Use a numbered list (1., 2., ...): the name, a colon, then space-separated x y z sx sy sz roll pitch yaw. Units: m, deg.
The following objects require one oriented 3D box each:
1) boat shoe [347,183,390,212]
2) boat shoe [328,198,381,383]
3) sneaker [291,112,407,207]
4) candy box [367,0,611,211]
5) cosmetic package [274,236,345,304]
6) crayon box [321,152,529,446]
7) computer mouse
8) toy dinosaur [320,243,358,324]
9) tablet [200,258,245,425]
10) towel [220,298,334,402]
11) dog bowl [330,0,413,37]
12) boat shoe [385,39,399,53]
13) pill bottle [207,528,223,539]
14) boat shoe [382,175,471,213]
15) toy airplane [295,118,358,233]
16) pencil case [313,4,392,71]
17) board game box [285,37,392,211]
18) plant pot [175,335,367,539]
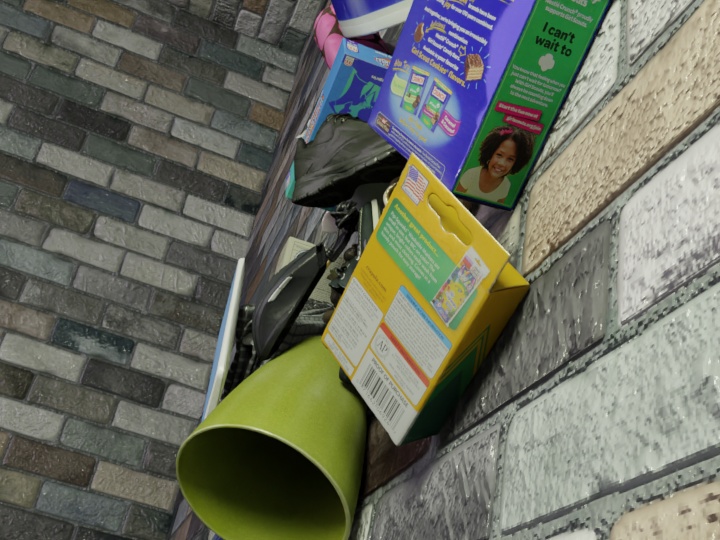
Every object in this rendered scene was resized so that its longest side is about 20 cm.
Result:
1. boat shoe: 0.052 -0.125 1.008 0.199 0.071 0.064 -33 14 43
2. boat shoe: -0.001 0.023 0.932 0.075 0.065 0.203 46 -141 -74
3. sneaker: -0.004 -0.133 0.954 0.198 0.075 0.092 -16 75 36
4. candy box: 0.102 -0.181 0.760 0.169 0.076 0.202 50 125 51
5. cosmetic package: -0.086 0.063 1.301 0.073 0.102 0.202 126 160 -56
6. crayon box: 0.052 0.024 0.715 0.126 0.051 0.202 51 130 33
7. computer mouse: -0.065 0.002 0.991 0.202 0.046 0.140 -59 -3 6
8. toy dinosaur: 0.000 0.000 1.057 0.102 0.076 0.203 133 156 -77
9. tablet: -0.156 0.092 1.012 0.201 0.013 0.131 -89 16 -54
10. towel: -0.100 0.122 1.121 0.199 0.085 0.168 0 -65 -65
11. dog bowl: 0.058 -0.349 1.044 0.200 0.198 0.080 -107 -6 -70
12. boat shoe: 0.081 -0.281 1.156 0.200 0.067 0.073 171 80 -80
13. pill bottle: -0.125 0.332 1.047 0.200 0.110 0.112 -138 67 -77
14. boat shoe: 0.057 -0.071 0.928 0.200 0.068 0.075 143 143 -72
15. toy airplane: -0.023 -0.148 1.226 0.201 0.139 0.200 88 -154 -52
16. pencil case: 0.006 -0.266 1.134 0.091 0.093 0.201 64 -179 -49
17. board game box: 0.012 -0.154 1.059 0.045 0.150 0.201 -96 26 -51
18. plant pot: -0.066 0.168 0.942 0.188 0.185 0.201 -61 -1 39
